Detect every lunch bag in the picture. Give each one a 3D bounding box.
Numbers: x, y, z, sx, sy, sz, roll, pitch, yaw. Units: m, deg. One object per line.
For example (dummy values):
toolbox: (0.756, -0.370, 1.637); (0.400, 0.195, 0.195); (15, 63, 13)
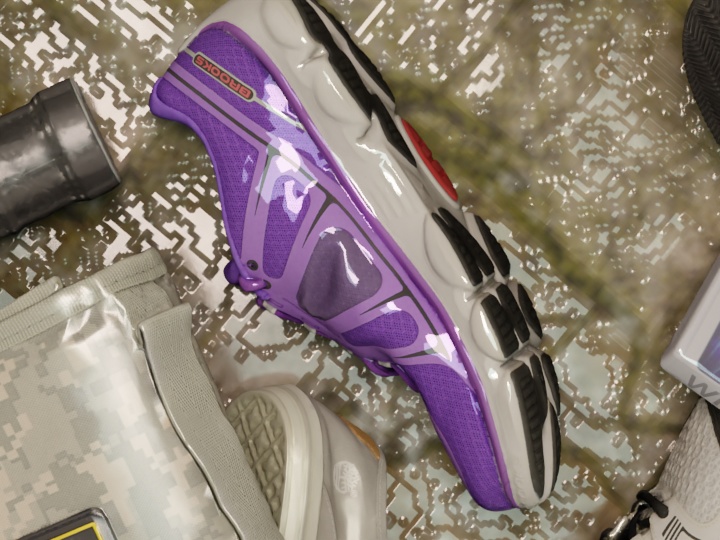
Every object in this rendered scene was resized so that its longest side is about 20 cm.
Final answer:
lunch bag: (-0.095, 0.094, 0.777); (0.117, 0.200, 0.165); (-28, 93, -41)

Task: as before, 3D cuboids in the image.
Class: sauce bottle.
sauce bottle: (-0.177, -0.003, 0.846); (0.199, 0.065, 0.065); (-25, 92, -1)

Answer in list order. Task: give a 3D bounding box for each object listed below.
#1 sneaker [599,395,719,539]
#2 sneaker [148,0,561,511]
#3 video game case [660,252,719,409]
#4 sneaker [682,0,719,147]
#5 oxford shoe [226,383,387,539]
sneaker: (0.084, 0.124, 0.854); (0.087, 0.076, 0.201); (21, 89, -3)
sneaker: (0.000, 0.000, 0.861); (0.083, 0.081, 0.201); (-35, 85, 15)
video game case: (0.215, 0.034, 0.857); (0.199, 0.018, 0.144); (35, 63, -2)
sneaker: (0.203, -0.052, 0.847); (0.200, 0.076, 0.116); (41, 52, -6)
oxford shoe: (-0.028, 0.140, 0.857); (0.057, 0.075, 0.201); (8, 93, -39)
